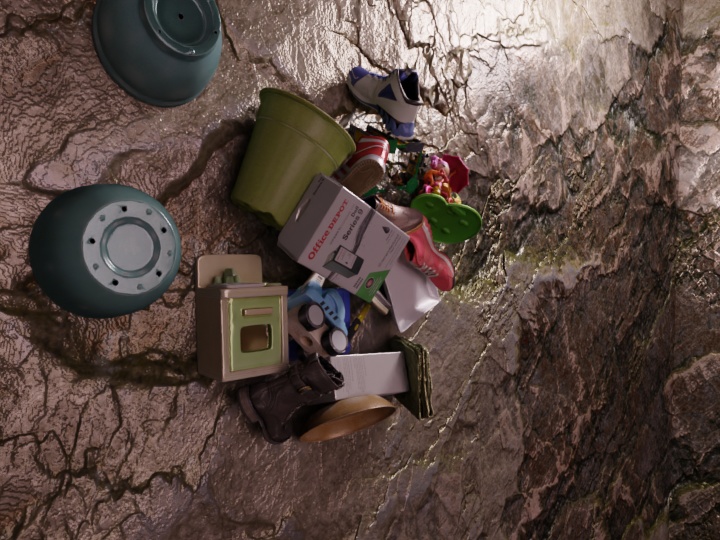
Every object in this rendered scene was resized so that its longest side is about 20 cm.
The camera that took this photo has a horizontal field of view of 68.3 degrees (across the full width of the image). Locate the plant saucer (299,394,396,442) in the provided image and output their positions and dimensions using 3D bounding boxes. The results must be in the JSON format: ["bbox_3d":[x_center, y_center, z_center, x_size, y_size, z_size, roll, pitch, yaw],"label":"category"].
[{"bbox_3d":[-0.027,0.282,1.027,0.196,0.200,0.036,3,57,-40],"label":"plant saucer"}]

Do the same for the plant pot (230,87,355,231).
[{"bbox_3d":[-0.136,-0.180,0.944,0.198,0.198,0.193,32,83,-35],"label":"plant pot"}]

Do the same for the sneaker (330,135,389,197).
[{"bbox_3d":[-0.021,-0.187,1.036,0.071,0.197,0.114,45,41,-26],"label":"sneaker"}]

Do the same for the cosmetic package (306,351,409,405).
[{"bbox_3d":[-0.007,0.217,1.071,0.196,0.106,0.087,3,71,-42],"label":"cosmetic package"}]

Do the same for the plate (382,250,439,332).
[{"bbox_3d":[0.100,0.011,1.197,0.198,0.032,0.205,-28,104,-50],"label":"plate"}]

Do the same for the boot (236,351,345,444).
[{"bbox_3d":[-0.105,0.226,0.933,0.170,0.070,0.201,-23,142,4],"label":"boot"}]

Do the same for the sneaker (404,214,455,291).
[{"bbox_3d":[0.139,-0.025,1.188,0.087,0.073,0.203,-44,109,-36],"label":"sneaker"}]

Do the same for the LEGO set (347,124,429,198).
[{"bbox_3d":[0.041,-0.244,1.150,0.197,0.115,0.157,-20,131,-35],"label":"LEGO set"}]

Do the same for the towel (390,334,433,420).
[{"bbox_3d":[0.107,0.221,1.125,0.035,0.200,0.153,-2,92,-15],"label":"towel"}]

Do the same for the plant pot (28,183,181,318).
[{"bbox_3d":[-0.349,-0.030,0.758,0.197,0.159,0.207,1,89,-39],"label":"plant pot"}]

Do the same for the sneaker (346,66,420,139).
[{"bbox_3d":[0.064,-0.376,1.089,0.079,0.116,0.200,-17,57,-40],"label":"sneaker"}]

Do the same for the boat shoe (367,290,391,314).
[{"bbox_3d":[0.000,0.000,1.074,0.065,0.072,0.201,-42,89,-10],"label":"boat shoe"}]

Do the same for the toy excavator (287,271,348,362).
[{"bbox_3d":[-0.087,0.045,1.003,0.195,0.099,0.202,49,40,-18],"label":"toy excavator"}]

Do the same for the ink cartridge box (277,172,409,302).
[{"bbox_3d":[-0.027,-0.053,0.935,0.198,0.084,0.148,30,95,-44],"label":"ink cartridge box"}]

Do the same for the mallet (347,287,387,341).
[{"bbox_3d":[-0.005,0.091,1.102,0.200,0.040,0.067,-47,118,-45],"label":"mallet"}]

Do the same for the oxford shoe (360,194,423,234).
[{"bbox_3d":[0.047,-0.114,1.102,0.194,0.074,0.073,-4,56,-17],"label":"oxford shoe"}]

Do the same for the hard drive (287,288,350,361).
[{"bbox_3d":[-0.103,0.105,1.051,0.196,0.025,0.136,0,90,-40],"label":"hard drive"}]

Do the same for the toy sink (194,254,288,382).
[{"bbox_3d":[-0.202,0.074,0.912,0.128,0.111,0.207,-1,90,-40],"label":"toy sink"}]

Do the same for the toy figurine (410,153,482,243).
[{"bbox_3d":[0.192,-0.194,1.240,0.198,0.148,0.189,30,52,-37],"label":"toy figurine"}]

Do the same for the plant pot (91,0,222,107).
[{"bbox_3d":[-0.297,-0.375,0.825,0.196,0.133,0.207,1,88,-39],"label":"plant pot"}]
